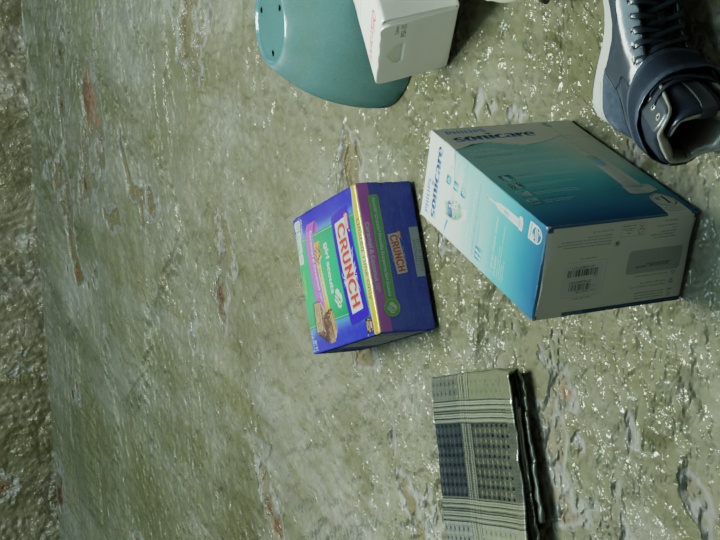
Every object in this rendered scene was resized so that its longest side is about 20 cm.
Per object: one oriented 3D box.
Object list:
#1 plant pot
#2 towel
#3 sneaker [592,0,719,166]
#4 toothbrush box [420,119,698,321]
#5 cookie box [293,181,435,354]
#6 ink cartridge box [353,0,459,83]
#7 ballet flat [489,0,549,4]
[{"bbox_3d":[-0.040,-0.277,1.571,0.200,0.134,0.202,172,90,-65],"label":"plant pot"},{"bbox_3d":[0.132,0.199,1.454,0.200,0.034,0.194,165,100,-68],"label":"towel"},{"bbox_3d":[0.230,-0.177,1.048,0.146,0.076,0.204,-116,19,-58],"label":"sneaker"},{"bbox_3d":[0.159,-0.049,1.176,0.200,0.145,0.086,48,138,51],"label":"toothbrush box"},{"bbox_3d":[0.000,0.000,1.629,0.200,0.075,0.173,156,106,-64],"label":"cookie box"},{"bbox_3d":[0.031,-0.312,1.421,0.147,0.082,0.202,96,160,-74],"label":"ink cartridge box"},{"bbox_3d":[0.118,-0.278,1.288,0.064,0.067,0.200,-55,31,-5],"label":"ballet flat"}]
